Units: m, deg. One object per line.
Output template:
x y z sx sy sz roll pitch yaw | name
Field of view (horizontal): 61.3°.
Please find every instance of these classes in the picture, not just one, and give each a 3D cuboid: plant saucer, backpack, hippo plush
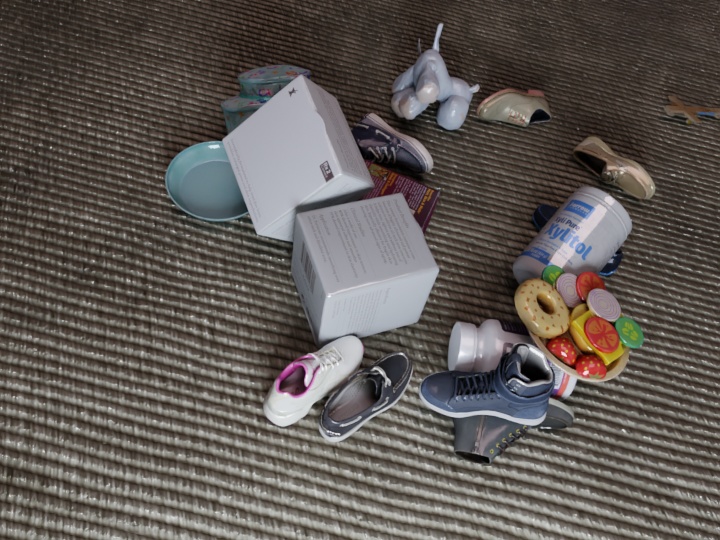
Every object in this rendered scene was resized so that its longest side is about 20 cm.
-0.274 -0.165 1.170 0.194 0.036 0.204 6 55 -8 | plant saucer
-0.181 -0.329 1.227 0.196 0.154 0.177 -24 31 -19 | backpack
0.171 -0.403 1.387 0.158 0.158 0.205 26 64 -29 | hippo plush

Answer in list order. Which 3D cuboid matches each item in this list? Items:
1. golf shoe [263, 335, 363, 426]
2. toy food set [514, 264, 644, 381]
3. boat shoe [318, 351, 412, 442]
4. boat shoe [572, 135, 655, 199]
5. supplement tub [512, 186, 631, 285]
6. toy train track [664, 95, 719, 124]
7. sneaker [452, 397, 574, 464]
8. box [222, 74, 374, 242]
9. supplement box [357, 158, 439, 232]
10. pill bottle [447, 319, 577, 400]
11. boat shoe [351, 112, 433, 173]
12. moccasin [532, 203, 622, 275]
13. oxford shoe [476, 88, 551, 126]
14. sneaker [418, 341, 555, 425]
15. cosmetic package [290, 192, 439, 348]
-0.064 0.159 0.949 0.075 0.093 0.199 40 56 20 | golf shoe
0.349 0.080 0.974 0.195 0.049 0.202 -24 66 -32 | toy food set
0.014 0.188 0.962 0.198 0.061 0.074 -31 65 -28 | boat shoe
0.563 -0.221 1.359 0.064 0.073 0.200 -33 64 -20 | boat shoe
0.386 -0.038 1.116 0.131 0.132 0.201 39 80 17 | supplement tub
0.862 -0.404 1.572 0.194 0.033 0.116 -4 49 -21 | toy train track
0.239 0.256 0.959 0.194 0.076 0.109 6 57 5 | sneaker
-0.111 -0.190 1.079 0.130 0.197 0.203 10 53 -62 | box
0.040 -0.128 1.174 0.196 0.087 0.112 24 53 7 | supplement box
0.249 0.144 1.008 0.194 0.113 0.114 11 53 -4 | pill bottle
0.054 -0.248 1.279 0.199 0.076 0.092 38 63 25 | boat shoe
0.446 -0.079 1.232 0.198 0.069 0.080 36 56 15 | moccasin
0.366 -0.377 1.427 0.195 0.071 0.075 -12 60 -19 | oxford shoe
0.185 0.160 0.893 0.196 0.148 0.079 5 54 8 | sneaker
0.000 0.000 1.026 0.195 0.168 0.170 -12 58 -18 | cosmetic package
